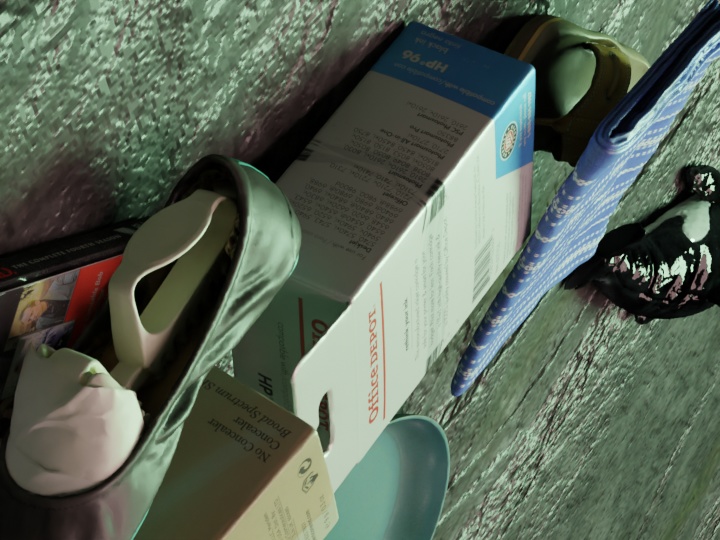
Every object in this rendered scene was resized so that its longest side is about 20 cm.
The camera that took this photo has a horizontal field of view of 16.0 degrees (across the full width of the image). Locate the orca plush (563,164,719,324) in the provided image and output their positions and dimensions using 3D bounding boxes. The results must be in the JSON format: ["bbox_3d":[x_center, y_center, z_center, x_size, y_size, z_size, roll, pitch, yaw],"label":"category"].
[{"bbox_3d":[0.201,-0.005,1.512,0.105,0.071,0.200,-62,155,5],"label":"orca plush"}]

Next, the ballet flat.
[{"bbox_3d":[-0.093,0.035,0.981,0.200,0.068,0.068,-60,148,-25],"label":"ballet flat"}]

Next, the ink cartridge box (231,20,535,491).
[{"bbox_3d":[0.000,0.000,1.124,0.200,0.068,0.116,-52,154,-34],"label":"ink cartridge box"}]

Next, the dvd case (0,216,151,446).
[{"bbox_3d":[-0.154,0.062,0.988,0.200,0.022,0.146,-22,136,-55],"label":"dvd case"}]

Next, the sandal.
[{"bbox_3d":[0.111,-0.081,1.282,0.200,0.054,0.080,-4,120,-61],"label":"sandal"}]

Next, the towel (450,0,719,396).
[{"bbox_3d":[0.116,-0.034,1.257,0.145,0.024,0.200,-46,169,-42],"label":"towel"}]

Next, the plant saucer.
[{"bbox_3d":[-0.024,0.157,1.325,0.200,0.027,0.200,-42,150,-32],"label":"plant saucer"}]

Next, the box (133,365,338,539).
[{"bbox_3d":[-0.107,0.132,1.017,0.200,0.095,0.078,-50,154,-24],"label":"box"}]
